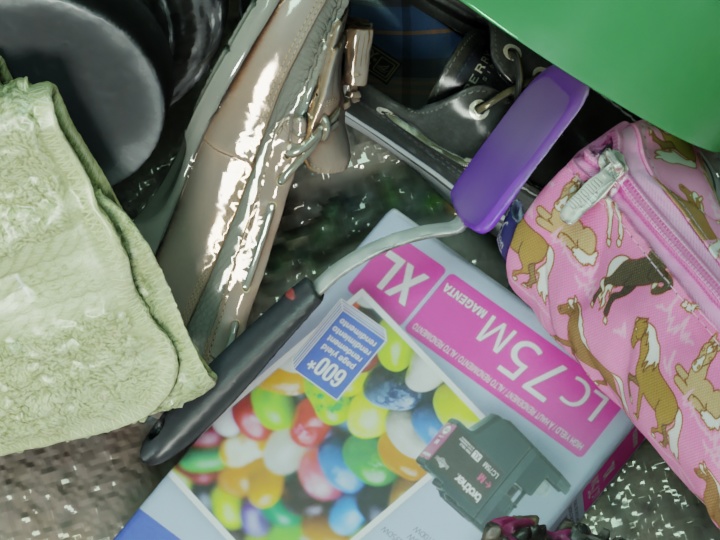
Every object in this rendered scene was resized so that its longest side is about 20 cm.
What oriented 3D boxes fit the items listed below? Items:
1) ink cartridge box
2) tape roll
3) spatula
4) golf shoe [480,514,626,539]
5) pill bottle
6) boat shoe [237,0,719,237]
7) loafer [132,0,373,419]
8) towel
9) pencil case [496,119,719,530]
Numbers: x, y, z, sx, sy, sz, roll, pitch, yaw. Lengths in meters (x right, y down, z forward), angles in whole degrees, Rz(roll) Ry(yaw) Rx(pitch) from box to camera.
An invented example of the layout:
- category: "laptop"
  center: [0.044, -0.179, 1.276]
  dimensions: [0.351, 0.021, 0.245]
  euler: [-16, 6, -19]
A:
- category: "ink cartridge box"
  center: [-0.004, 0.089, 1.013]
  dimensions: [0.119, 0.042, 0.200]
  euler: [36, 78, 17]
- category: "tape roll"
  center: [0.057, -0.117, 0.998]
  dimensions: [0.200, 0.200, 0.048]
  euler: [39, 102, 17]
- category: "spatula"
  center: [0.000, 0.000, 1.003]
  dimensions: [0.200, 0.057, 0.021]
  euler: [-38, 110, 3]
- category: "golf shoe"
  center: [0.115, 0.155, 0.930]
  dimensions: [0.200, 0.073, 0.092]
  euler: [25, 105, 30]
- category: "pill bottle"
  center: [-0.096, -0.120, 1.021]
  dimensions: [0.112, 0.112, 0.200]
  euler: [1, 41, 6]
- category: "boat shoe"
  center: [0.039, -0.063, 1.056]
  dimensions: [0.200, 0.057, 0.069]
  euler: [28, 74, 15]
- category: "loafer"
  center: [-0.034, -0.037, 1.025]
  dimensions: [0.063, 0.072, 0.200]
  euler: [29, 104, -1]
- category: "towel"
  center: [-0.162, 0.013, 0.983]
  dimensions: [0.200, 0.148, 0.036]
  euler: [-16, 33, 20]
- category: "pencil case"
  center: [0.124, 0.037, 0.943]
  dimensions: [0.083, 0.086, 0.200]
  euler: [-56, 47, 24]
